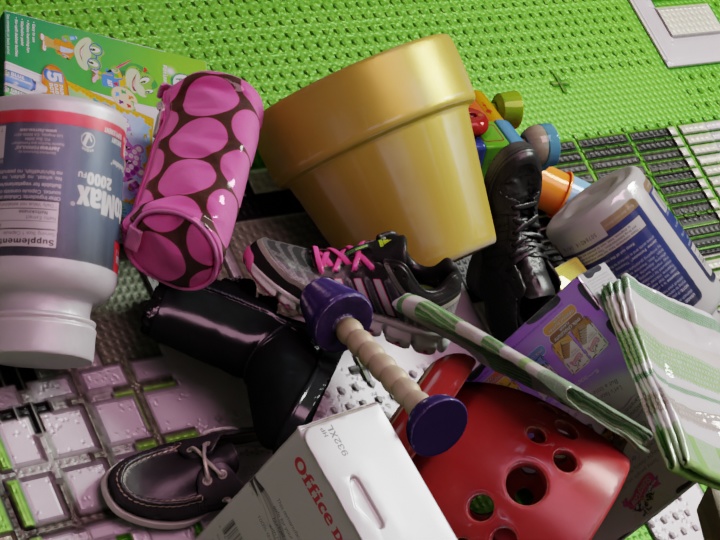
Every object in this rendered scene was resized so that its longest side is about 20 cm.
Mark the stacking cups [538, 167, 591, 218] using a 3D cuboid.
[{"bbox_3d":[0.215,-0.067,1.962,0.199,0.061,0.061,25,47,-10],"label":"stacking cups"}]

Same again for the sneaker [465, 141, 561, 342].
[{"bbox_3d":[0.150,-0.009,1.797,0.060,0.201,0.104,-9,38,-30],"label":"sneaker"}]

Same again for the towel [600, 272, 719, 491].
[{"bbox_3d":[0.284,0.101,1.652,0.149,0.031,0.201,20,39,-36],"label":"towel"}]

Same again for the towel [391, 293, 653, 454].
[{"bbox_3d":[0.131,0.081,1.590,0.200,0.023,0.152,31,-1,42],"label":"towel"}]

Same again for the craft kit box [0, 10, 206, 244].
[{"bbox_3d":[-0.224,-0.116,1.711,0.197,0.049,0.201,13,52,-29],"label":"craft kit box"}]

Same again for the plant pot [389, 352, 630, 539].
[{"bbox_3d":[0.092,0.182,1.594,0.182,0.201,0.201,35,45,1],"label":"plant pot"}]

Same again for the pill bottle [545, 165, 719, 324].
[{"bbox_3d":[0.276,0.009,1.890,0.200,0.111,0.111,53,45,-9],"label":"pill bottle"}]

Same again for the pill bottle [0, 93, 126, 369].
[{"bbox_3d":[-0.248,-0.028,1.548,0.119,0.119,0.201,8,77,-29],"label":"pill bottle"}]

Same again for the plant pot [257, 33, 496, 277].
[{"bbox_3d":[0.026,-0.085,1.761,0.200,0.200,0.190,-21,87,-41],"label":"plant pot"}]

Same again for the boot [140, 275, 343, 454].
[{"bbox_3d":[-0.102,0.066,1.589,0.162,0.074,0.198,27,22,-1],"label":"boot"}]

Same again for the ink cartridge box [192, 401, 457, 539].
[{"bbox_3d":[-0.026,0.214,1.487,0.083,0.200,0.145,-17,68,-40],"label":"ink cartridge box"}]

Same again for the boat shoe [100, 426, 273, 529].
[{"bbox_3d":[-0.110,0.160,1.570,0.199,0.060,0.074,1,56,-33],"label":"boat shoe"}]

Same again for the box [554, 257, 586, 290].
[{"bbox_3d":[0.230,0.090,1.838,0.050,0.075,0.200,-26,75,-42],"label":"box"}]

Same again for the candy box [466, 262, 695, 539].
[{"bbox_3d":[0.208,0.125,1.726,0.200,0.168,0.071,51,29,9],"label":"candy box"}]

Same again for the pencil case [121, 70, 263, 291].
[{"bbox_3d":[-0.141,-0.077,1.628,0.093,0.091,0.201,24,40,-13],"label":"pencil case"}]

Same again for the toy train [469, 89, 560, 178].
[{"bbox_3d":[0.106,-0.159,1.916,0.115,0.085,0.200,-5,40,-24],"label":"toy train"}]

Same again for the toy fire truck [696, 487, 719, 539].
[{"bbox_3d":[0.258,0.285,1.642,0.200,0.176,0.129,-26,74,-43],"label":"toy fire truck"}]

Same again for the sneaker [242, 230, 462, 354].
[{"bbox_3d":[0.000,0.000,1.656,0.199,0.088,0.074,20,24,-17],"label":"sneaker"}]

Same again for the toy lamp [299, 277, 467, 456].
[{"bbox_3d":[0.013,0.068,1.541,0.058,0.058,0.200,-2,30,-34],"label":"toy lamp"}]
